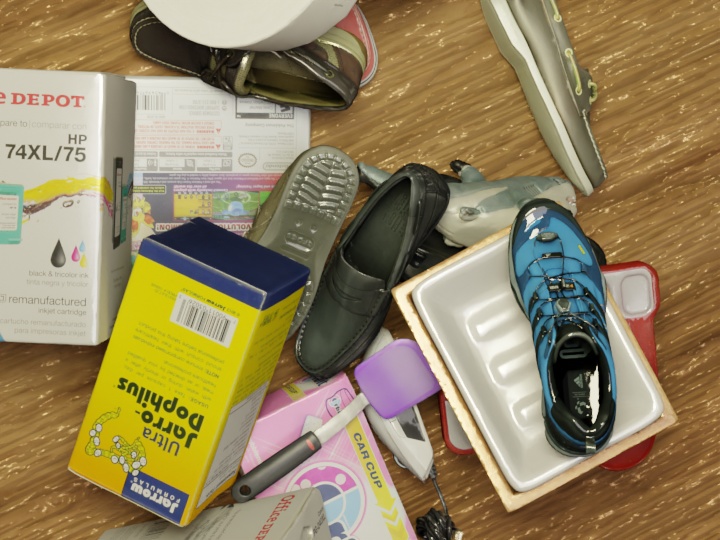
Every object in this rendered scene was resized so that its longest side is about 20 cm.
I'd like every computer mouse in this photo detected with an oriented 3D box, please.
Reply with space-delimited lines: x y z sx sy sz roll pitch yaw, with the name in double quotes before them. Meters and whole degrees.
"computer mouse" 0.036 0.148 1.353 0.043 0.110 0.202 -20 89 -2

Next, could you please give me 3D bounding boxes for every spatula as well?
"spatula" -0.024 0.128 1.294 0.199 0.021 0.057 -35 99 -8

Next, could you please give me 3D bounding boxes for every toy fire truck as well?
"toy fire truck" 0.162 0.083 1.349 0.198 0.112 0.170 -7 99 -4

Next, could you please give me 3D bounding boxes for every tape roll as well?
"tape roll" -0.083 -0.267 1.185 0.200 0.071 0.205 2 95 28

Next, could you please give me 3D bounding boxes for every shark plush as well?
"shark plush" 0.091 -0.057 1.344 0.198 0.091 0.084 4 55 -4

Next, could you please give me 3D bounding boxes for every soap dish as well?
"soap dish" 0.138 0.070 1.263 0.156 0.081 0.201 -27 82 -5

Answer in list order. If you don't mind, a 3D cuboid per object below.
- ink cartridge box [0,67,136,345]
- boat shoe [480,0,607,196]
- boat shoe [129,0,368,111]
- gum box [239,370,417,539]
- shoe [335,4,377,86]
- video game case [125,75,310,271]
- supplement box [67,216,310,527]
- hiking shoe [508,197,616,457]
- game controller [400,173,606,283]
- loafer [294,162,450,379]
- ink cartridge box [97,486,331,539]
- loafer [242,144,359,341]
"ink cartridge box" -0.257 -0.053 1.211 0.145 0.146 0.203 2 94 1
"boat shoe" 0.172 -0.164 1.361 0.060 0.072 0.203 -27 98 -5
"boat shoe" -0.094 -0.175 1.272 0.198 0.065 0.074 8 137 0
"gum box" -0.030 0.198 1.346 0.113 0.066 0.202 -25 100 -10
"shoe" -0.045 -0.236 1.288 0.071 0.091 0.201 -35 103 -8
"video game case" -0.140 -0.070 1.317 0.198 0.023 0.185 -1 95 -15
"supplement box" -0.134 0.076 1.228 0.109 0.109 0.202 23 105 11
"hiking shoe" 0.161 0.038 1.184 0.074 0.087 0.202 -12 80 -3
"game controller" 0.125 -0.008 1.387 0.198 0.042 0.105 23 75 -16
"loafer" 0.000 0.000 1.276 0.068 0.070 0.202 37 105 21
"ink cartridge box" -0.129 0.252 1.248 0.198 0.145 0.084 -14 101 16
"loafer" -0.062 -0.016 1.297 0.075 0.070 0.201 29 104 -14
